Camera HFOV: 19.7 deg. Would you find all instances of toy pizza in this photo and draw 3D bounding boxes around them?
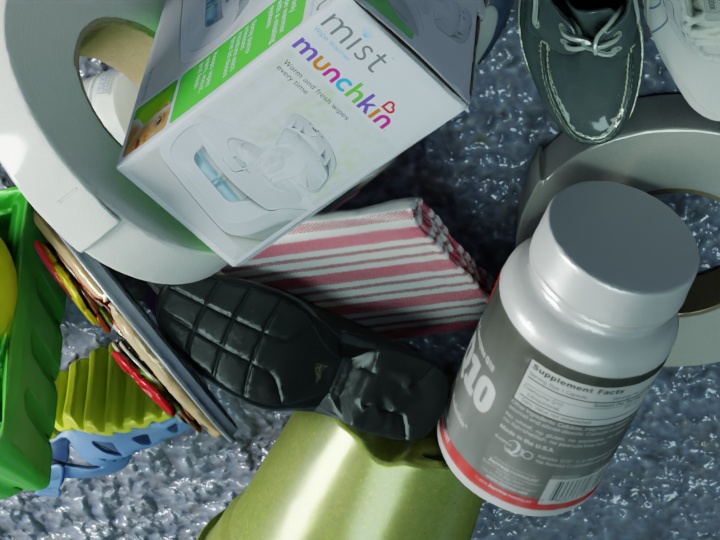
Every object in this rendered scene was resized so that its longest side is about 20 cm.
[{"bbox_3d":[-0.149,0.036,1.311,0.032,0.200,0.200,-40,123,-4],"label":"toy pizza"}]

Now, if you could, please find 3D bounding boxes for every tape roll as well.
[{"bbox_3d":[-0.128,-0.087,1.164,0.203,0.203,0.037,39,127,-25],"label":"tape roll"},{"bbox_3d":[0.197,-0.022,1.306,0.201,0.037,0.204,4,133,4],"label":"tape roll"}]

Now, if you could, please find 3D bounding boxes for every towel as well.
[{"bbox_3d":[0.000,0.000,1.302,0.145,0.030,0.200,-8,157,20],"label":"towel"}]

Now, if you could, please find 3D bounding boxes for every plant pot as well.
[{"bbox_3d":[0.005,0.159,1.411,0.199,0.201,0.185,18,120,-9],"label":"plant pot"}]

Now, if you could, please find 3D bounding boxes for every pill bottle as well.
[{"bbox_3d":[0.127,0.048,1.277,0.113,0.114,0.201,15,132,-6],"label":"pill bottle"}]

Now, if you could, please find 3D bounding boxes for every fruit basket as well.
[{"bbox_3d":[-0.270,0.032,1.306,0.155,0.216,0.216,-14,129,20],"label":"fruit basket"}]

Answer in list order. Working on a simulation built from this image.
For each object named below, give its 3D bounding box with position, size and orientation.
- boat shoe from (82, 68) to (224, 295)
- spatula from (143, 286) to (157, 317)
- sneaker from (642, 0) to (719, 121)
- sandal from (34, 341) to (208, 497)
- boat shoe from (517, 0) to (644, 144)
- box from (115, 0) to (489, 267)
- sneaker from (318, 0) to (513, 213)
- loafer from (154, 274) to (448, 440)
[{"bbox_3d":[-0.136,-0.035,1.318,0.068,0.072,0.201,-7,129,29],"label":"boat shoe"},{"bbox_3d":[-0.045,0.004,1.373,0.199,0.021,0.057,-15,126,20],"label":"spatula"},{"bbox_3d":[0.190,-0.158,1.150,0.074,0.087,0.201,-7,132,11],"label":"sneaker"},{"bbox_3d":[-0.186,0.109,1.457,0.199,0.080,0.087,-14,135,29],"label":"sandal"},{"bbox_3d":[0.121,-0.150,1.172,0.072,0.062,0.201,-1,125,10],"label":"boat shoe"},{"bbox_3d":[-0.024,-0.131,1.127,0.097,0.201,0.176,39,127,-25],"label":"box"},{"bbox_3d":[0.023,-0.104,1.224,0.070,0.082,0.200,29,129,-16],"label":"sneaker"},{"bbox_3d":[-0.043,0.050,1.302,0.199,0.072,0.073,26,95,-23],"label":"loafer"}]
